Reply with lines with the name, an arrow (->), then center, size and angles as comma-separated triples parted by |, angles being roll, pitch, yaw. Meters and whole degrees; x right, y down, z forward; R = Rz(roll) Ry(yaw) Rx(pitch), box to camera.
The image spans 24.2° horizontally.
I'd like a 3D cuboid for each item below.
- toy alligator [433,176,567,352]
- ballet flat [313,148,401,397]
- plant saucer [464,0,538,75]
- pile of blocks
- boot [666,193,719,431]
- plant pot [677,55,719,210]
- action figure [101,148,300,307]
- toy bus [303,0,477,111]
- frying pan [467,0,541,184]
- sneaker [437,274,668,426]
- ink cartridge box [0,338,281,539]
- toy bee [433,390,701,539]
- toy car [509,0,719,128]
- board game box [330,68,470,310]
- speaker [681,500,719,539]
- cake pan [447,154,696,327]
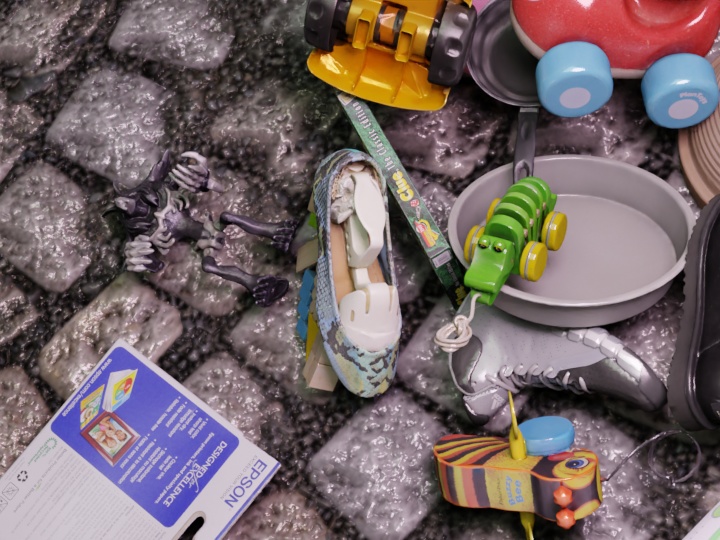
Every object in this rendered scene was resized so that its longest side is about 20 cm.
toy alligator -> 0.107, -0.018, 1.269 | 0.059, 0.055, 0.200 | 15, 42, 23
ballet flat -> 0.000, 0.000, 1.345 | 0.073, 0.074, 0.203 | -11, 85, 10
plant saucer -> 0.142, -0.253, 1.502 | 0.198, 0.051, 0.203 | -7, 64, 14
pile of blocks -> -0.012, 0.006, 1.424 | 0.062, 0.082, 0.202 | 13, 74, -25
boot -> 0.322, 0.026, 1.243 | 0.157, 0.079, 0.213 | -11, 55, 43
plant pot -> 0.353, -0.124, 1.355 | 0.198, 0.093, 0.203 | -7, 63, 14
action figure -> -0.153, -0.042, 1.456 | 0.198, 0.102, 0.120 | 19, 83, 22
toy bus -> 0.049, -0.264, 1.392 | 0.134, 0.202, 0.193 | 18, 36, 8
frying pan -> 0.156, -0.155, 1.406 | 0.114, 0.031, 0.192 | -19, 67, 4
sneaker -> 0.142, 0.088, 1.331 | 0.199, 0.075, 0.116 | 33, 82, 37
ink cartridge box -> -0.192, 0.188, 1.388 | 0.199, 0.047, 0.198 | 35, 77, 25
toy bee -> 0.139, 0.151, 1.261 | 0.199, 0.109, 0.132 | -26, 97, 26
toy car -> 0.223, -0.249, 1.319 | 0.175, 0.201, 0.186 | 5, 55, -13
board game box -> 0.034, -0.068, 1.412 | 0.023, 0.105, 0.201 | -28, 60, -1
speaker -> 0.304, 0.187, 1.221 | 0.200, 0.089, 0.088 | -44, 61, -7
cake pan -> 0.169, -0.023, 1.345 | 0.198, 0.037, 0.201 | -2, 38, 2
